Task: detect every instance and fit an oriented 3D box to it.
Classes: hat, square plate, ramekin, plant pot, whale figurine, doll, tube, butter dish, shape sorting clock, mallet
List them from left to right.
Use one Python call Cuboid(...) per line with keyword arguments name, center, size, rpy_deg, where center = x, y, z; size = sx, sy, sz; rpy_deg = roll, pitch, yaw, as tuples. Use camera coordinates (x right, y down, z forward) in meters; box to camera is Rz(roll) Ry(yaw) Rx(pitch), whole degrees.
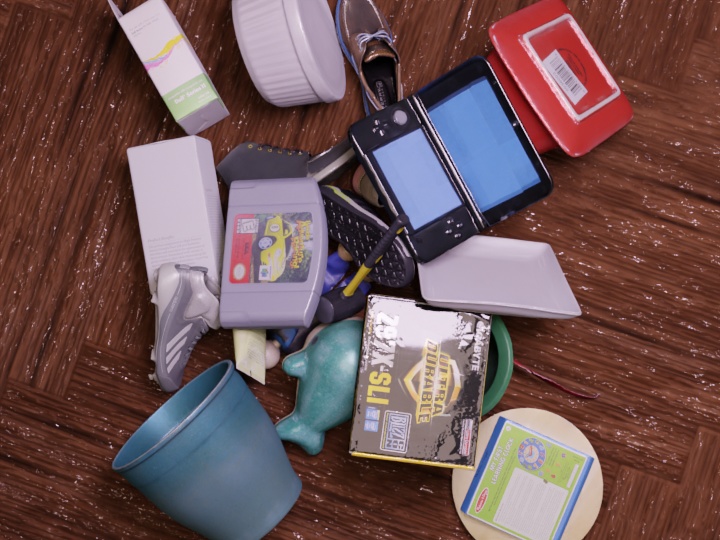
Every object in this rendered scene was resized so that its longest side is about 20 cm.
Cuboid(name="plant pot", center=(-0.181, 0.251, 1.463), size=(0.200, 0.200, 0.188), rpy_deg=(-41, 100, -1))
Cuboid(name="tube", center=(-0.149, 0.046, 1.504), size=(0.058, 0.052, 0.201), rpy_deg=(6, 64, -26))
Cuboid(name="ramekin", center=(-0.095, -0.307, 1.491), size=(0.094, 0.202, 0.203), rpy_deg=(-14, 86, 14))
Cuboid(name="doll", center=(-0.074, 0.054, 1.535), size=(0.136, 0.048, 0.200), rpy_deg=(44, 95, 3))
Cuboid(name="whale figurine", center=(-0.033, 0.159, 1.492), size=(0.159, 0.104, 0.200), rpy_deg=(31, 99, -24))
Cuboid(name="mallet", center=(0.000, 0.000, 1.411), size=(0.066, 0.200, 0.041), rpy_deg=(-24, 69, -36))
Cuboid(name="hat", center=(0.173, 0.132, 1.537), size=(0.166, 0.176, 0.200), rpy_deg=(-43, 61, 21))
Cuboid(name="square plate", center=(0.165, 0.008, 1.458), size=(0.197, 0.200, 0.029), rpy_deg=(5, 116, -6))
Cuboid(name="shape sorting clock", center=(0.221, 0.284, 1.514), size=(0.199, 0.039, 0.201), rpy_deg=(0, 86, 6))
Cuboid(name="butter dish", center=(0.230, -0.232, 1.501), size=(0.148, 0.199, 0.200), rpy_deg=(-33, 90, 44))

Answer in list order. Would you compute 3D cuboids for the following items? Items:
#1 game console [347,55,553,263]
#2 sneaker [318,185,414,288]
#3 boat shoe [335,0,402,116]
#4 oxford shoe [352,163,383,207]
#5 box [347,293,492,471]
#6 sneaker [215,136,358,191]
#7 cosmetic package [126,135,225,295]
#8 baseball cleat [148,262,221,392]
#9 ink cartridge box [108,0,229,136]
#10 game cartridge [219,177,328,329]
Cuboid(name="game console", center=(0.112, -0.138, 1.424), size=(0.170, 0.118, 0.200), rpy_deg=(-29, 91, -31))
Cuboid(name="sneaker", center=(0.014, -0.056, 1.499), size=(0.200, 0.083, 0.072), rpy_deg=(44, 124, 28))
Cuboid(name="boat shoe", center=(0.022, -0.291, 1.537), size=(0.072, 0.072, 0.201), rpy_deg=(-19, 88, -9))
Cuboid(name="oxford shoe", center=(0.079, -0.161, 1.520), size=(0.200, 0.074, 0.071), rpy_deg=(-49, 126, 6))
Cuboid(name="box", center=(0.074, 0.138, 1.414), size=(0.159, 0.049, 0.201), rpy_deg=(8, 84, -1))
Cuboid(name="sneaker", center=(-0.095, -0.151, 1.535), size=(0.200, 0.075, 0.106), rpy_deg=(-32, 85, 1))
Cuboid(name="cosmetic package", center=(-0.240, -0.072, 1.525), size=(0.101, 0.074, 0.201), rpy_deg=(-8, 89, 11))
Cuboid(name="baseball cleat", center=(-0.223, 0.083, 1.490), size=(0.106, 0.070, 0.201), rpy_deg=(5, 126, 2))
Cuboid(name="ink cartridge box", center=(-0.258, -0.289, 1.528), size=(0.067, 0.117, 0.200), rpy_deg=(-30, 87, -1))
Cuboid(name="game cartridge", center=(-0.109, -0.024, 1.459), size=(0.133, 0.041, 0.201), rpy_deg=(-1, 72, 9))
